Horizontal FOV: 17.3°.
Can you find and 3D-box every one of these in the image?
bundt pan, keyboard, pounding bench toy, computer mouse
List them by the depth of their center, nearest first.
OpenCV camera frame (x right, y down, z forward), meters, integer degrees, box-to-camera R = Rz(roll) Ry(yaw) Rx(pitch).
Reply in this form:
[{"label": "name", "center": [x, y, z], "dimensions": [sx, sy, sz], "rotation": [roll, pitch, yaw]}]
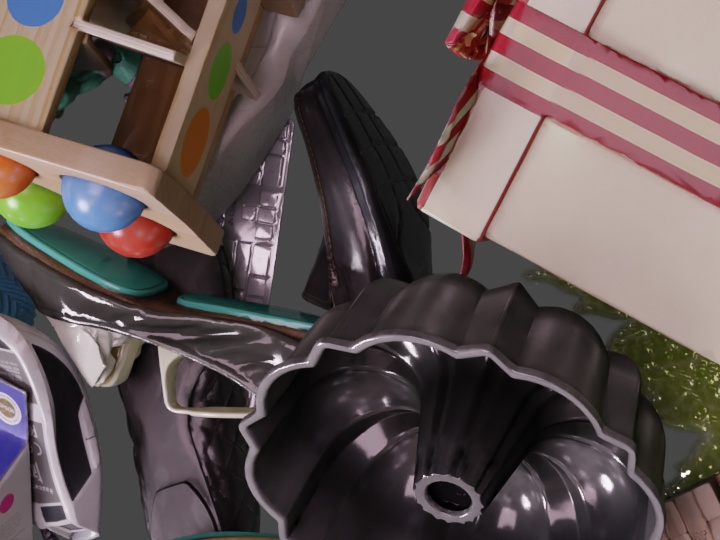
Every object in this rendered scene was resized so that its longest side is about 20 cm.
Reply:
[{"label": "bundt pan", "center": [0.050, 0.078, 1.089], "dimensions": [0.202, 0.076, 0.202], "rotation": [13, 136, 12]}, {"label": "pounding bench toy", "center": [-0.153, -0.103, 1.116], "dimensions": [0.200, 0.124, 0.156], "rotation": [17, 81, 14]}, {"label": "computer mouse", "center": [-0.155, 0.102, 1.217], "dimensions": [0.110, 0.044, 0.200], "rotation": [12, 124, 41]}, {"label": "keyboard", "center": [-0.075, 0.016, 1.246], "dimensions": [0.056, 0.011, 0.200], "rotation": [10, 95, 18]}]

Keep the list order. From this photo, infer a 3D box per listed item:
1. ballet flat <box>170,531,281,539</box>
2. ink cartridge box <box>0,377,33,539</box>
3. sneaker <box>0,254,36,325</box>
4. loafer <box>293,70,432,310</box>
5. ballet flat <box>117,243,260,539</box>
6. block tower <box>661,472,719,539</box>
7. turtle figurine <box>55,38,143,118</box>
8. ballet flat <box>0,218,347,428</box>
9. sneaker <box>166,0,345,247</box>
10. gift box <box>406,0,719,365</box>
[{"label": "ballet flat", "center": [-0.011, 0.165, 1.164], "dimensions": [0.200, 0.069, 0.063], "rotation": [1, 52, -5]}, {"label": "ink cartridge box", "center": [-0.214, 0.128, 1.228], "dimensions": [0.095, 0.037, 0.200], "rotation": [23, 129, 24]}, {"label": "sneaker", "center": [-0.264, 0.017, 1.281], "dimensions": [0.200, 0.076, 0.081], "rotation": [13, 104, 23]}, {"label": "loafer", "center": [0.000, 0.000, 1.190], "dimensions": [0.072, 0.073, 0.200], "rotation": [-21, 84, 22]}, {"label": "ballet flat", "center": [-0.089, 0.066, 1.230], "dimensions": [0.066, 0.057, 0.200], "rotation": [-6, 85, 18]}, {"label": "block tower", "center": [0.183, 0.122, 1.142], "dimensions": [0.200, 0.054, 0.058], "rotation": [-27, 84, 17]}, {"label": "turtle figurine", "center": [-0.167, -0.109, 1.230], "dimensions": [0.149, 0.101, 0.200], "rotation": [-2, 84, 14]}, {"label": "ballet flat", "center": [-0.101, 0.032, 1.173], "dimensions": [0.200, 0.068, 0.069], "rotation": [19, 98, 20]}, {"label": "sneaker", "center": [-0.074, -0.110, 1.203], "dimensions": [0.088, 0.075, 0.200], "rotation": [28, 86, 9]}, {"label": "gift box", "center": [0.129, -0.057, 1.086], "dimensions": [0.187, 0.185, 0.200], "rotation": [30, 95, 13]}]
